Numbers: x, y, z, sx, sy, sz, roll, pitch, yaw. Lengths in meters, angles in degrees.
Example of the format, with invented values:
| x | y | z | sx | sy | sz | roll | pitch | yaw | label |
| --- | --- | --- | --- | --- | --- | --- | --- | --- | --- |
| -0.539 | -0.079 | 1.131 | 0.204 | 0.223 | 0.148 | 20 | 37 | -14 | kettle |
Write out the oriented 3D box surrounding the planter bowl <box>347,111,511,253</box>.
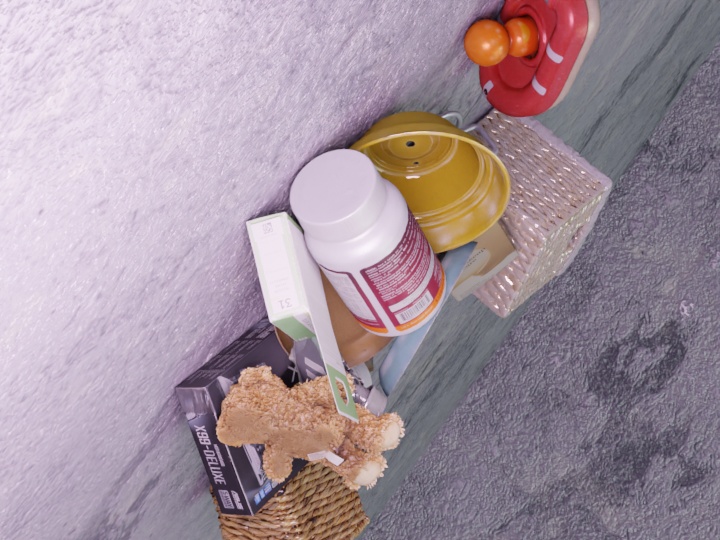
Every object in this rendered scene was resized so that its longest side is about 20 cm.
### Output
| x | y | z | sx | sy | sz | roll | pitch | yaw | label |
| --- | --- | --- | --- | --- | --- | --- | --- | --- | --- |
| 0.055 | -0.107 | 1.497 | 0.201 | 0.199 | 0.084 | 111 | -19 | -50 | planter bowl |

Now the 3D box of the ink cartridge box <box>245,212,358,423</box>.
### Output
| x | y | z | sx | sy | sz | roll | pitch | yaw | label |
| --- | --- | --- | --- | --- | --- | --- | --- | --- | --- |
| -0.055 | 0.054 | 1.401 | 0.048 | 0.201 | 0.146 | -14 | 168 | 5 | ink cartridge box |

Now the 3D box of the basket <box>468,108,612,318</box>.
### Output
| x | y | z | sx | sy | sz | roll | pitch | yaw | label |
| --- | --- | --- | --- | --- | --- | --- | --- | --- | --- |
| 0.195 | -0.082 | 1.918 | 0.161 | 0.200 | 0.199 | -36 | 159 | -36 | basket |

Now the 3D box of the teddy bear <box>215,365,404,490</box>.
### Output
| x | y | z | sx | sy | sz | roll | pitch | yaw | label |
| --- | --- | --- | --- | --- | --- | --- | --- | --- | --- |
| -0.052 | 0.163 | 1.502 | 0.067 | 0.199 | 0.146 | -89 | -173 | -54 | teddy bear |

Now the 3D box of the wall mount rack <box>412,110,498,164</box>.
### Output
| x | y | z | sx | sy | sz | roll | pitch | yaw | label |
| --- | --- | --- | --- | --- | --- | --- | --- | --- | --- |
| 0.076 | -0.098 | 1.724 | 0.173 | 0.075 | 0.200 | -25 | 155 | -22 | wall mount rack |

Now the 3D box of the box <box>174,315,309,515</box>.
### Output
| x | y | z | sx | sy | sz | roll | pitch | yaw | label |
| --- | --- | --- | --- | --- | --- | --- | --- | --- | --- |
| -0.105 | 0.151 | 1.579 | 0.200 | 0.050 | 0.159 | -38 | 116 | -48 | box |

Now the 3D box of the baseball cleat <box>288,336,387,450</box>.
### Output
| x | y | z | sx | sy | sz | roll | pitch | yaw | label |
| --- | --- | --- | --- | --- | --- | --- | --- | --- | --- |
| -0.024 | 0.112 | 1.537 | 0.070 | 0.106 | 0.201 | -70 | 160 | -56 | baseball cleat |

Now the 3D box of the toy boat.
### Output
| x | y | z | sx | sy | sz | roll | pitch | yaw | label |
| --- | --- | --- | --- | --- | --- | --- | --- | --- | --- |
| 0.175 | -0.260 | 1.600 | 0.130 | 0.131 | 0.200 | -12 | 148 | -23 | toy boat |

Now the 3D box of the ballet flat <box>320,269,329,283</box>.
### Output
| x | y | z | sx | sy | sz | roll | pitch | yaw | label |
| --- | --- | --- | --- | --- | --- | --- | --- | --- | --- |
| 0.000 | 0.000 | 1.659 | 0.199 | 0.072 | 0.068 | 4 | 127 | -37 | ballet flat |

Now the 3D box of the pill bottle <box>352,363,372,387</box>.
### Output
| x | y | z | sx | sy | sz | roll | pitch | yaw | label |
| --- | --- | --- | --- | --- | --- | --- | --- | --- | --- |
| -0.073 | 0.165 | 1.754 | 0.200 | 0.109 | 0.109 | -24 | 149 | -53 | pill bottle |

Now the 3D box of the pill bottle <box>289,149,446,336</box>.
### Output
| x | y | z | sx | sy | sz | roll | pitch | yaw | label |
| --- | --- | --- | --- | --- | --- | --- | --- | --- | --- |
| 0.008 | -0.027 | 1.439 | 0.110 | 0.109 | 0.200 | -50 | 142 | -14 | pill bottle |

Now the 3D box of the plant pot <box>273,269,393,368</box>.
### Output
| x | y | z | sx | sy | sz | roll | pitch | yaw | label |
| --- | --- | --- | --- | --- | --- | --- | --- | --- | --- |
| -0.019 | 0.016 | 1.583 | 0.199 | 0.027 | 0.201 | -17 | 121 | -31 | plant pot |

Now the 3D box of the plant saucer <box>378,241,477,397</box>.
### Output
| x | y | z | sx | sy | sz | roll | pitch | yaw | label |
| --- | --- | --- | --- | --- | --- | --- | --- | --- | --- |
| 0.071 | 0.049 | 1.591 | 0.201 | 0.027 | 0.200 | -59 | 178 | -4 | plant saucer |

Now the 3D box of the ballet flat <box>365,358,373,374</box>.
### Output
| x | y | z | sx | sy | sz | roll | pitch | yaw | label |
| --- | --- | --- | --- | --- | --- | --- | --- | --- | --- |
| -0.017 | 0.147 | 1.985 | 0.068 | 0.068 | 0.200 | -11 | -178 | 11 | ballet flat |

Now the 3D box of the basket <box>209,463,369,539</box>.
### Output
| x | y | z | sx | sy | sz | roll | pitch | yaw | label |
| --- | --- | --- | --- | --- | --- | --- | --- | --- | --- |
| -0.102 | 0.317 | 1.903 | 0.142 | 0.150 | 0.200 | -13 | -171 | 28 | basket |

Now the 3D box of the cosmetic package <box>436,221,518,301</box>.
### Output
| x | y | z | sx | sy | sz | roll | pitch | yaw | label |
| --- | --- | --- | --- | --- | --- | --- | --- | --- | --- |
| 0.118 | -0.039 | 1.719 | 0.105 | 0.071 | 0.200 | -38 | 159 | 5 | cosmetic package |
